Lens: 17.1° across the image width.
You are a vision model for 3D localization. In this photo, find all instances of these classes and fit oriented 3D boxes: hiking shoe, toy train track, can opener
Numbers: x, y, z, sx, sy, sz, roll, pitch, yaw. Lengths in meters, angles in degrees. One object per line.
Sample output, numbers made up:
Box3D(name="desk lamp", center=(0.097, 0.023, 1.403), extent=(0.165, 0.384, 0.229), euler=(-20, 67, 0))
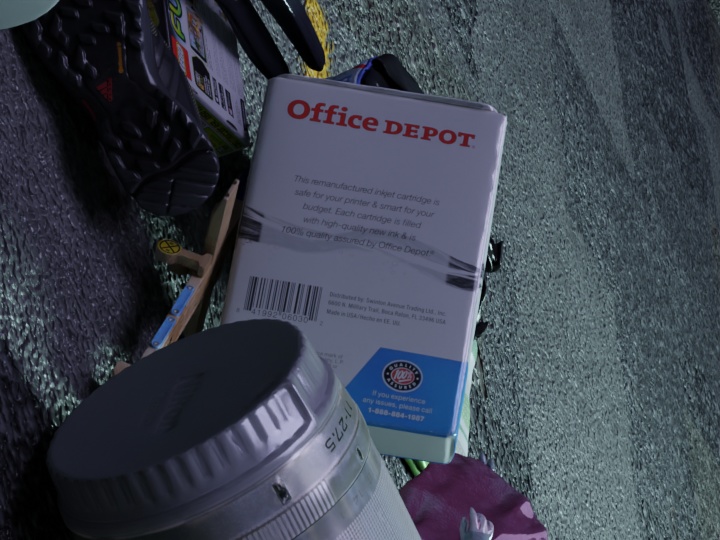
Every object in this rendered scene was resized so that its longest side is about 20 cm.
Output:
Box3D(name="hiking shoe", center=(-0.145, -0.122, 1.378), extent=(0.101, 0.075, 0.201), euler=(168, -101, -86))
Box3D(name="toy train track", center=(-0.110, 0.016, 1.361), extent=(0.200, 0.032, 0.115), euler=(-64, 172, -54))
Box3D(name="can opener", center=(-0.072, -0.181, 1.520), extent=(0.200, 0.063, 0.079), euler=(48, 29, -49))

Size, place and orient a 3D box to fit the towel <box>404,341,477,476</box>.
Box3D(name="towel", center=(0.054, 0.080, 1.802), extent=(0.149, 0.031, 0.201), euler=(57, 23, -35))

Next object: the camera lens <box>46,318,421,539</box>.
Box3D(name="camera lens", center=(-0.052, 0.147, 1.217), extent=(0.201, 0.159, 0.160), euler=(64, 19, -21))

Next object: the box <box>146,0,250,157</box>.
Box3D(name="box", center=(-0.120, -0.183, 1.539), extent=(0.110, 0.035, 0.201), euler=(43, 34, -56))

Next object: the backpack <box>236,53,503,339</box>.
Box3D(name="backpack", center=(0.002, -0.038, 1.574), extent=(0.200, 0.153, 0.191), euler=(-68, 143, -74))

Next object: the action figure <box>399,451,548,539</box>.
Box3D(name="action figure", center=(0.024, 0.190, 1.520), extent=(0.200, 0.134, 0.150), euler=(-21, 128, -44))

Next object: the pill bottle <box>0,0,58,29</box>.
Box3D(name="pill bottle", center=(-0.199, -0.228, 1.231), extent=(0.112, 0.112, 0.201), euler=(44, 33, -55))

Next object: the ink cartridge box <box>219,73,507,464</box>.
Box3D(name="ink cartridge box", center=(0.000, 0.000, 1.416), extent=(0.086, 0.146, 0.201), euler=(87, 13, -72))
